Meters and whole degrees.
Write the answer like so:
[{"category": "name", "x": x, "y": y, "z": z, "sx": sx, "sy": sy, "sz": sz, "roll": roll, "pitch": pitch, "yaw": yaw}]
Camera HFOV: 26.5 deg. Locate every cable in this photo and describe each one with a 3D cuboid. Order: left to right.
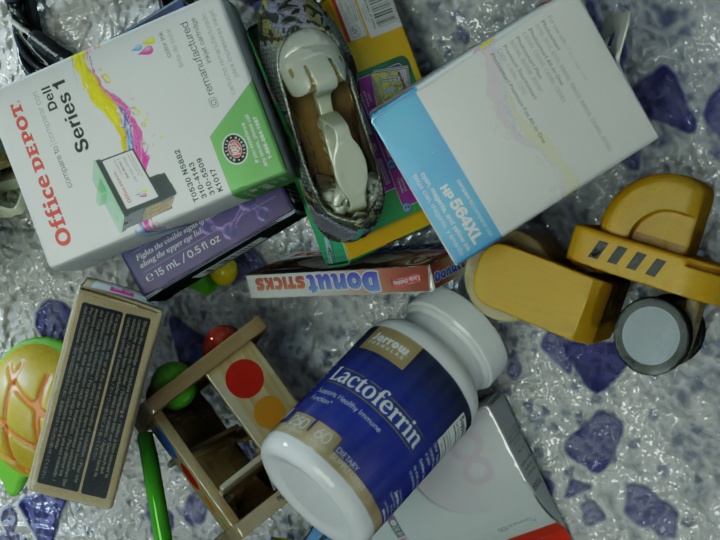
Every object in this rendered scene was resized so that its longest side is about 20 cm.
[{"category": "cable", "x": -0.232, "y": -0.222, "z": 1.347, "sx": 0.197, "sy": 0.051, "sz": 0.166, "roll": 5, "pitch": 106, "yaw": 23}]

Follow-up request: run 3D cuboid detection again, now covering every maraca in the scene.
[{"category": "maraca", "x": -0.310, "y": 0.140, "z": 1.450, "sx": 0.199, "sy": 0.106, "sz": 0.139, "roll": -28, "pitch": 81, "yaw": 38}]

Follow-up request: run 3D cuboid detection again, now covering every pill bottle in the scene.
[{"category": "pill bottle", "x": 0.023, "y": 0.113, "z": 1.230, "sx": 0.115, "sy": 0.200, "sz": 0.116, "roll": 36, "pitch": 155, "yaw": 20}]

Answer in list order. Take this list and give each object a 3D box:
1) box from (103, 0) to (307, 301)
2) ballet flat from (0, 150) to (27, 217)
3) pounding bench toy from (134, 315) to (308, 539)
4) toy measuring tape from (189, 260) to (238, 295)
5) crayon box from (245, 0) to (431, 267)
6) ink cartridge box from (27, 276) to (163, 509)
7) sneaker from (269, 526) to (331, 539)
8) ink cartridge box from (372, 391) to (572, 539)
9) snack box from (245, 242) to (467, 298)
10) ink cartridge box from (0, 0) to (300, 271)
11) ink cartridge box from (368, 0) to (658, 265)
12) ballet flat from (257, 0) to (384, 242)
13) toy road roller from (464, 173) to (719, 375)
[{"category": "box", "x": -0.154, "y": -0.098, "z": 1.265, "sx": 0.147, "sy": 0.104, "sz": 0.202, "roll": -30, "pitch": 89, "yaw": 4}, {"category": "ballet flat", "x": -0.296, "y": -0.086, "z": 1.400, "sx": 0.198, "sy": 0.071, "sz": 0.072, "roll": -12, "pitch": 99, "yaw": 29}, {"category": "pounding bench toy", "x": -0.136, "y": 0.156, "z": 1.306, "sx": 0.157, "sy": 0.199, "sz": 0.124, "roll": 52, "pitch": 161, "yaw": 3}, {"category": "toy measuring tape", "x": -0.190, "y": -0.041, "z": 1.369, "sx": 0.198, "sy": 0.073, "sz": 0.074, "roll": 26, "pitch": 113, "yaw": 25}, {"category": "crayon box", "x": -0.004, "y": -0.118, "z": 1.229, "sx": 0.058, "sy": 0.118, "sz": 0.202, "roll": -6, "pitch": 106, "yaw": 69}, {"category": "ink cartridge box", "x": -0.220, "y": 0.097, "z": 1.283, "sx": 0.074, "sy": 0.200, "sz": 0.167, "roll": 15, "pitch": 90, "yaw": -8}, {"category": "sneaker", "x": -0.076, "y": 0.295, "z": 1.413, "sx": 0.200, "sy": 0.066, "sz": 0.079, "roll": -42, "pitch": 74, "yaw": 27}, {"category": "ink cartridge box", "x": 0.093, "y": 0.224, "z": 1.322, "sx": 0.161, "sy": 0.057, "sz": 0.202, "roll": -25, "pitch": 88, "yaw": 27}, {"category": "snack box", "x": 0.000, "y": 0.000, "z": 1.262, "sx": 0.198, "sy": 0.072, "sz": 0.025, "roll": -3, "pitch": 105, "yaw": 40}, {"category": "ink cartridge box", "x": -0.165, "y": -0.102, "z": 1.170, "sx": 0.198, "sy": 0.084, "sz": 0.147, "roll": -22, "pitch": 89, "yaw": 6}, {"category": "ink cartridge box", "x": 0.121, "y": -0.115, "z": 1.140, "sx": 0.199, "sy": 0.129, "sz": 0.126, "roll": -31, "pitch": 97, "yaw": 4}, {"category": "ballet flat", "x": -0.025, "y": -0.121, "z": 1.153, "sx": 0.071, "sy": 0.072, "sz": 0.203, "roll": -15, "pitch": 94, "yaw": 27}, {"category": "toy road roller", "x": 0.193, "y": -0.013, "z": 1.176, "sx": 0.198, "sy": 0.123, "sz": 0.148, "roll": 19, "pitch": 96, "yaw": 18}]
